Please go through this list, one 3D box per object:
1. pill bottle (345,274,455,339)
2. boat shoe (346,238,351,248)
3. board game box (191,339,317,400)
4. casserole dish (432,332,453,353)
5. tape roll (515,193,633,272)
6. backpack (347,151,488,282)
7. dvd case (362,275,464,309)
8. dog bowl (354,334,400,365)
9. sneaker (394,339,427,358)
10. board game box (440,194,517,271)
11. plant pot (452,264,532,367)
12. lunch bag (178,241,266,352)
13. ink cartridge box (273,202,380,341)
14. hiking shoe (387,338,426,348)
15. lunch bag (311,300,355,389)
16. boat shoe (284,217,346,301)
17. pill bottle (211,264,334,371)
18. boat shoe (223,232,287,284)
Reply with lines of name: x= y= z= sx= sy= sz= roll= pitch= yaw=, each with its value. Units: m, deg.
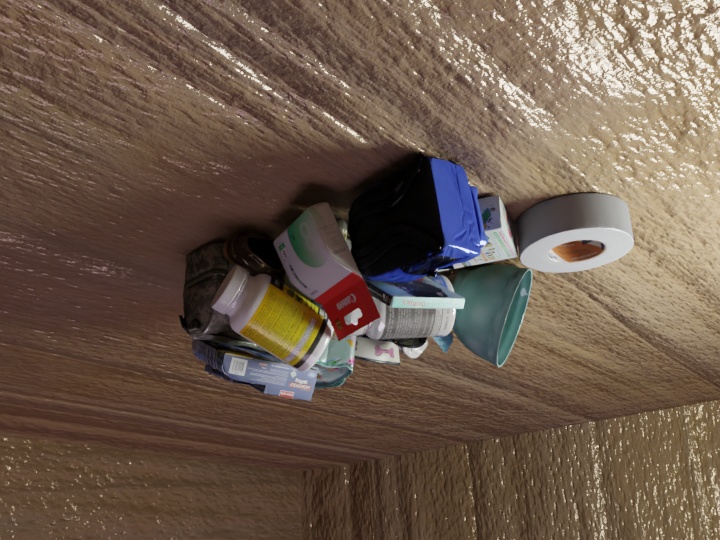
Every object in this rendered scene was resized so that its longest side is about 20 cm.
pill bottle: x=0.063 y=0.066 z=1.494 sx=0.197 sy=0.116 sz=0.114 roll=-1 pitch=159 yaw=-18
boat shoe: x=0.000 y=0.000 z=1.540 sx=0.071 sy=0.069 sz=0.200 roll=-29 pitch=150 yaw=9
board game box: x=-0.215 y=0.180 z=1.554 sx=0.198 sy=0.063 sz=0.199 roll=16 pitch=178 yaw=-33
casserole dish: x=0.127 y=0.083 z=1.678 sx=0.039 sy=0.121 sz=0.200 roll=-39 pitch=114 yaw=3
tape roll: x=0.376 y=-0.062 z=1.454 sx=0.197 sy=0.067 sz=0.201 roll=-2 pitch=158 yaw=-1
backpack: x=0.087 y=-0.059 z=1.291 sx=0.198 sy=0.165 sz=0.166 roll=-23 pitch=155 yaw=39
dvd case: x=0.060 y=0.023 z=1.372 sx=0.144 sy=0.022 sz=0.199 roll=3 pitch=-166 yaw=-30
dog bowl: x=0.000 y=0.166 z=1.898 sx=0.197 sy=0.075 sz=0.200 roll=10 pitch=176 yaw=1
sneaker: x=0.056 y=0.093 z=1.776 sx=0.199 sy=0.080 sz=0.129 roll=45 pitch=173 yaw=-33
board game box: x=0.163 y=-0.058 z=1.440 sx=0.197 sy=0.065 sz=0.147 roll=-9 pitch=159 yaw=19
plant pot: x=0.247 y=0.074 z=1.646 sx=0.133 sy=0.203 sz=0.200 roll=19 pitch=166 yaw=21
lunch bag: x=-0.231 y=0.057 z=1.531 sx=0.138 sy=0.170 sz=0.198 roll=-22 pitch=151 yaw=39
ink cartridge box: x=-0.060 y=0.011 z=1.338 sx=0.050 sy=0.202 sz=0.161 roll=-19 pitch=172 yaw=-31
hiking shoe: x=0.079 y=0.116 z=1.651 sx=0.076 sy=0.101 sz=0.199 roll=-50 pitch=131 yaw=3
lunch bag: x=-0.077 y=0.140 z=1.661 sx=0.120 sy=0.173 sz=0.200 roll=10 pitch=155 yaw=-13
boat shoe: x=-0.078 y=-0.012 z=1.450 sx=0.060 sy=0.072 sz=0.203 roll=-28 pitch=156 yaw=-43
pill bottle: x=-0.152 y=0.078 z=1.421 sx=0.199 sy=0.113 sz=0.112 roll=33 pitch=147 yaw=-15
boat shoe: x=-0.152 y=-0.016 z=1.492 sx=0.070 sy=0.072 sz=0.198 roll=-19 pitch=153 yaw=40
